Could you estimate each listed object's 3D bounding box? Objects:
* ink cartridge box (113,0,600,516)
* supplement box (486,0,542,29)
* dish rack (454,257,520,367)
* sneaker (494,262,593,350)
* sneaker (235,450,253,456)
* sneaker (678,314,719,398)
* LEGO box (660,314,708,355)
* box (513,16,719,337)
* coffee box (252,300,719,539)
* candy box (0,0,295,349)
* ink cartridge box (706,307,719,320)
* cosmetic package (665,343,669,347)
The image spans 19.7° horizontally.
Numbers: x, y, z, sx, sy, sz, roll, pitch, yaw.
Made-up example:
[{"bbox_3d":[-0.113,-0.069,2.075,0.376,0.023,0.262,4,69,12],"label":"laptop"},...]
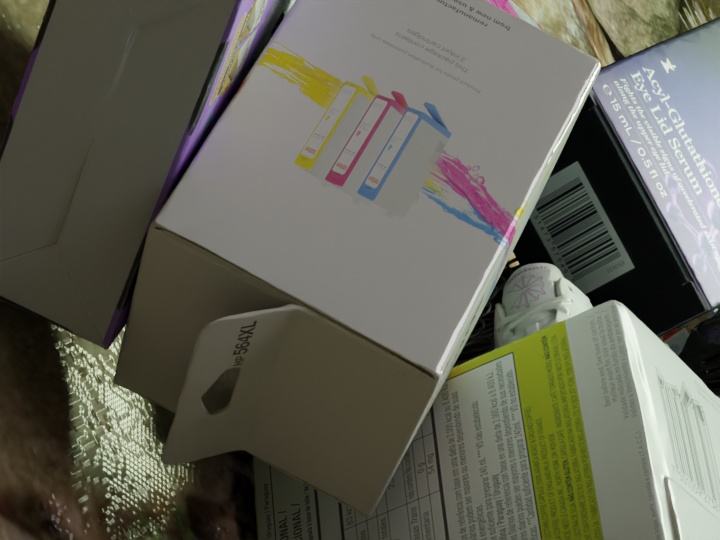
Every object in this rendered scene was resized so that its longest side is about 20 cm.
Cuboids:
[{"bbox_3d":[-0.007,-0.009,0.847,0.124,0.129,0.201,27,57,4],"label":"ink cartridge box"},{"bbox_3d":[0.053,-0.123,1.266,0.200,0.101,0.104,31,24,-53],"label":"supplement box"},{"bbox_3d":[0.054,0.009,1.170,0.154,0.054,0.201,-93,161,-45],"label":"dish rack"},{"bbox_3d":[0.088,0.051,1.063,0.200,0.074,0.100,-26,96,-78],"label":"sneaker"},{"bbox_3d":[-0.008,0.054,1.002,0.200,0.067,0.091,30,44,-50],"label":"sneaker"},{"bbox_3d":[0.186,0.066,1.097,0.200,0.075,0.089,25,63,-80],"label":"sneaker"},{"bbox_3d":[0.269,0.089,1.470,0.201,0.148,0.077,66,22,8],"label":"LEGO box"},{"bbox_3d":[0.178,-0.050,1.207,0.199,0.104,0.149,-28,87,-48],"label":"box"},{"bbox_3d":[0.088,0.171,0.918,0.200,0.197,0.201,40,34,-46],"label":"coffee box"},{"bbox_3d":[-0.080,-0.090,0.866,0.071,0.169,0.200,25,27,1],"label":"candy box"},{"bbox_3d":[0.280,0.051,1.328,0.119,0.042,0.200,38,32,-3],"label":"ink cartridge box"},{"bbox_3d":[0.144,0.132,1.211,0.071,0.105,0.200,59,24,-16],"label":"cosmetic package"}]
